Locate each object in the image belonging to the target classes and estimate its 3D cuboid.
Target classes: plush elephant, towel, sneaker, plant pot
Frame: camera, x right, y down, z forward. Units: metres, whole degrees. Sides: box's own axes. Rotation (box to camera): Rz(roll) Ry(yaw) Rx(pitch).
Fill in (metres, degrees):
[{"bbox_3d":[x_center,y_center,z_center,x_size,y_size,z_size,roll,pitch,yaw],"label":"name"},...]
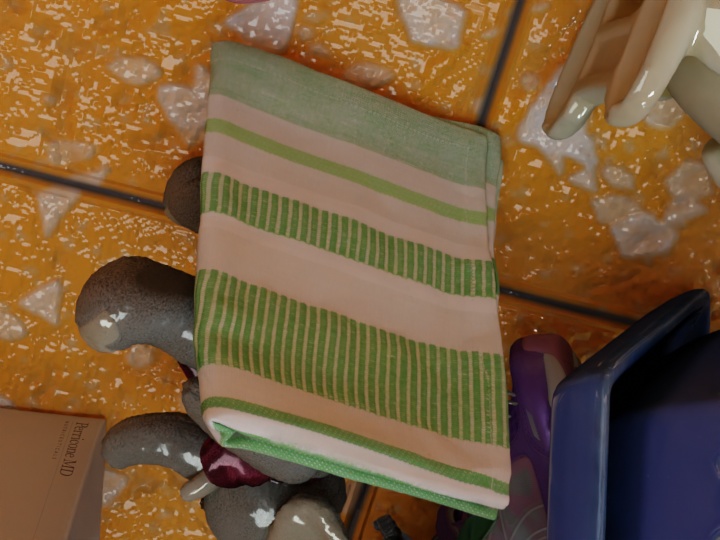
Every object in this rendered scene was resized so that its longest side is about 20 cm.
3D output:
[{"bbox_3d":[-0.049,0.067,0.835,0.200,0.165,0.155,26,117,-9],"label":"plush elephant"},{"bbox_3d":[0.000,0.000,0.775,0.153,0.200,0.023,18,143,-23],"label":"towel"},{"bbox_3d":[0.079,0.125,0.914,0.088,0.080,0.200,1,118,10],"label":"sneaker"},{"bbox_3d":[0.189,0.115,0.811,0.180,0.200,0.200,7,105,24],"label":"plant pot"}]

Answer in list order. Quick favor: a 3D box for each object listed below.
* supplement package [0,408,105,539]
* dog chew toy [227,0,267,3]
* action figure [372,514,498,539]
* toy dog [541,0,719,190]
[{"bbox_3d":[-0.197,0.182,0.877,0.111,0.200,0.156,6,117,-2],"label":"supplement package"},{"bbox_3d":[-0.050,-0.214,0.723,0.125,0.125,0.200,-14,107,9],"label":"dog chew toy"},{"bbox_3d":[0.008,0.161,0.878,0.055,0.200,0.118,42,81,2],"label":"action figure"},{"bbox_3d":[0.207,-0.090,0.782,0.200,0.140,0.194,25,78,-9],"label":"toy dog"}]
